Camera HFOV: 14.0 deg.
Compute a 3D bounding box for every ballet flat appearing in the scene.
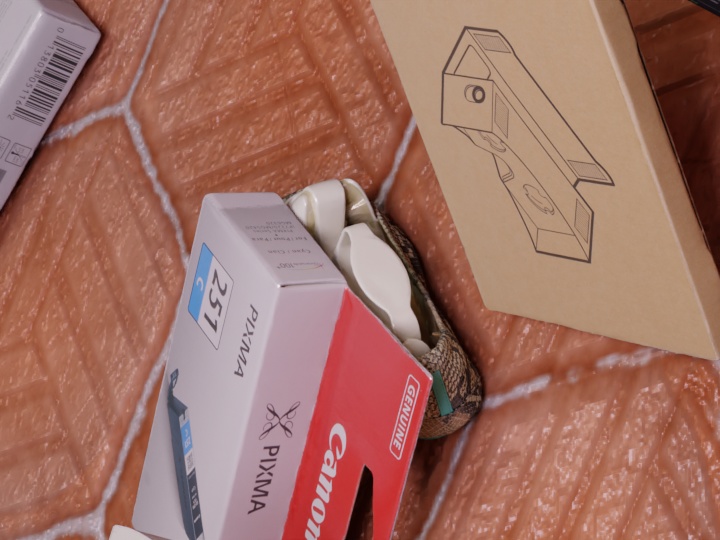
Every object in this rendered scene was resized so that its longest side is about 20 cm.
[{"bbox_3d":[0.000,0.000,1.440,0.068,0.075,0.200,-25,44,-10],"label":"ballet flat"}]

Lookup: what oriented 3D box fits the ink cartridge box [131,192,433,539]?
[{"bbox_3d":[-0.043,0.090,1.426,0.176,0.045,0.201,49,133,49],"label":"ink cartridge box"}]

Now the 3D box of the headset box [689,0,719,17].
[{"bbox_3d":[0.197,-0.177,1.209,0.200,0.174,0.093,-9,67,48],"label":"headset box"}]

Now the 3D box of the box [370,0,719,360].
[{"bbox_3d":[0.080,-0.059,1.307,0.021,0.201,0.163,-36,28,-28],"label":"box"}]

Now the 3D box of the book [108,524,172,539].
[{"bbox_3d":[-0.001,0.165,1.271,0.133,0.200,0.048,24,93,51],"label":"book"}]

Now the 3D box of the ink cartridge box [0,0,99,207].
[{"bbox_3d":[-0.247,-0.124,1.803,0.160,0.047,0.200,-59,35,13],"label":"ink cartridge box"}]
